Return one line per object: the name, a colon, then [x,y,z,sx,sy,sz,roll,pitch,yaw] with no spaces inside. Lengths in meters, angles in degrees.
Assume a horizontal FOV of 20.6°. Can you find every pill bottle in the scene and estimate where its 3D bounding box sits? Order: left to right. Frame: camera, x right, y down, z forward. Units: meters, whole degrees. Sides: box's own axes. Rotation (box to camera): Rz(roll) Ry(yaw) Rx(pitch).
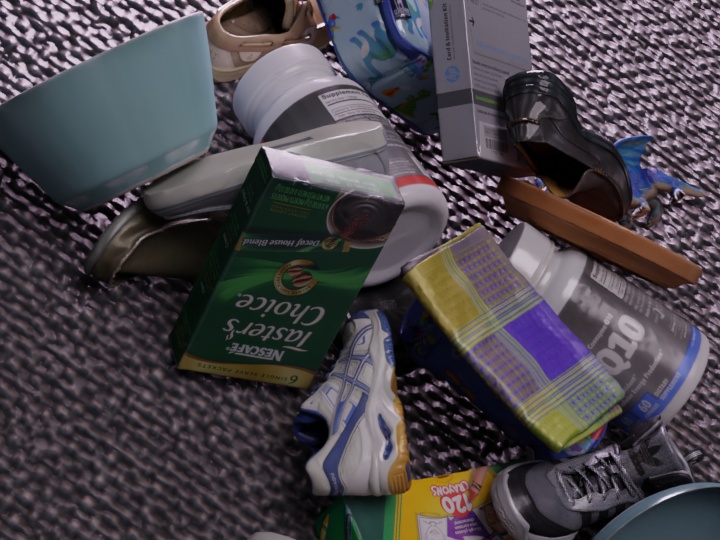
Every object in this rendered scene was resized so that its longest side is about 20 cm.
pill bottle: [-0.022,-0.092,1.690,0.116,0.116,0.200,-11,52,-37]
pill bottle: [0.197,0.051,1.745,0.200,0.114,0.114,34,47,-7]

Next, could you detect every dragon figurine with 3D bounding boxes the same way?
dragon figurine: [0.261,-0.094,1.924,0.200,0.059,0.100,-18,70,-38]

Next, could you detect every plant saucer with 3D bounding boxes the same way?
plant saucer: [0.212,-0.030,1.788,0.200,0.200,0.032,26,92,-15]
plant saucer: [0.239,0.244,1.597,0.199,0.201,0.027,1,33,-32]

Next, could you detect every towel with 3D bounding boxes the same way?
towel: [0.126,0.053,1.612,0.200,0.023,0.143,51,33,11]

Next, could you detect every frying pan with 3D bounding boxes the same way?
frying pan: [0.015,0.006,1.722,0.115,0.031,0.191,17,55,-23]

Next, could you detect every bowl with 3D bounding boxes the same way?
bowl: [-0.195,-0.117,1.580,0.201,0.200,0.105,-31,99,-42]

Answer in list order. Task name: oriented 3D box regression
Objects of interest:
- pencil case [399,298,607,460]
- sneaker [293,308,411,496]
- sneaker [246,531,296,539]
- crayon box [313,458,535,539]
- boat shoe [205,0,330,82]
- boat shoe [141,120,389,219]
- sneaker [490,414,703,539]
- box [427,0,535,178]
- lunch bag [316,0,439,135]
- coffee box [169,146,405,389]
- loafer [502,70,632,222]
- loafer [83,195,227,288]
pencil case: [0.121,0.091,1.677,0.200,0.078,0.087,42,72,-14]
sneaker: [-0.012,0.100,1.573,0.088,0.076,0.200,-7,34,0]
sneaker: [-0.033,0.287,1.469,0.088,0.075,0.200,-37,84,-31]
crayon box: [0.073,0.227,1.581,0.199,0.058,0.119,-6,62,-36]
boat shoe: [-0.071,-0.230,1.802,0.071,0.065,0.200,50,47,7]
boat shoe: [-0.070,-0.062,1.565,0.200,0.070,0.072,-15,106,-10]
sneaker: [0.194,0.165,1.584,0.200,0.114,0.076,4,54,-50]
box: [0.111,-0.189,1.774,0.156,0.041,0.201,5,80,-64]
lunch bag: [0.034,-0.226,1.801,0.200,0.082,0.161,31,37,-56]
coffee box: [-0.059,0.002,1.557,0.123,0.200,0.044,12,35,-28]
loafer: [0.182,-0.093,1.774,0.200,0.073,0.073,42,47,-41]
loafer: [-0.137,-0.028,1.612,0.200,0.075,0.070,-25,70,-41]
